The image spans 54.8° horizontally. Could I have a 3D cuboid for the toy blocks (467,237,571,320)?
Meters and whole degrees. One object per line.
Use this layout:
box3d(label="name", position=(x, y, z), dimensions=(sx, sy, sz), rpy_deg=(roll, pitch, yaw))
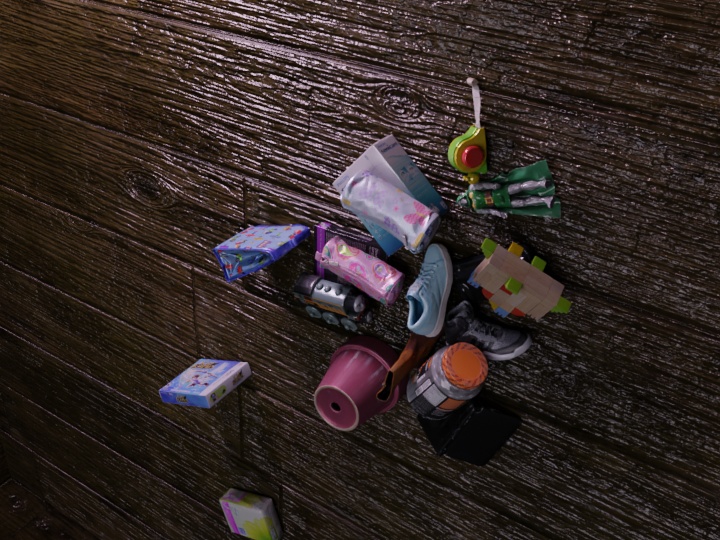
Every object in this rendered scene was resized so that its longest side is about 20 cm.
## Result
box3d(label="toy blocks", position=(0.295, 0.038, 1.362), dimensions=(0.200, 0.100, 0.137), rpy_deg=(32, 149, 1))

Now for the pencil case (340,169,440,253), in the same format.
box3d(label="pencil case", position=(0.059, -0.116, 1.361), dimensions=(0.200, 0.083, 0.091), rpy_deg=(35, 93, 15))

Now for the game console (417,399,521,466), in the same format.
box3d(label="game console", position=(0.251, 0.351, 1.642), dimensions=(0.176, 0.116, 0.200), rpy_deg=(59, 138, 35))

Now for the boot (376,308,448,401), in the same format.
box3d(label="boot", position=(0.107, 0.169, 1.520), dimensions=(0.068, 0.200, 0.189), rpy_deg=(36, 129, 15))

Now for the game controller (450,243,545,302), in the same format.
box3d(label="game controller", position=(0.279, 0.009, 1.429), dimensions=(0.200, 0.042, 0.104), rpy_deg=(-16, 119, 40))

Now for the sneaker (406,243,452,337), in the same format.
box3d(label="sneaker", position=(0.139, 0.037, 1.452), dimensions=(0.074, 0.082, 0.201), rpy_deg=(-5, 77, 49))

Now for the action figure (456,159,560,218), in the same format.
box3d(label="action figure", position=(0.274, -0.142, 1.336), dimensions=(0.200, 0.055, 0.118), rpy_deg=(-2, 116, 40))

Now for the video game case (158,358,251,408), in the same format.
box3d(label="video game case", position=(-0.446, 0.321, 1.997), dimensions=(0.200, 0.181, 0.046), rpy_deg=(-1, 112, 35))

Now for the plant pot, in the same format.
box3d(label="plant pot", position=(-0.012, 0.285, 1.681), dimensions=(0.200, 0.179, 0.200), rpy_deg=(16, 123, 26))

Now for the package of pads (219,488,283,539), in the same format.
box3d(label="package of pads", position=(-0.359, 0.803, 2.277), dimensions=(0.200, 0.068, 0.155), rpy_deg=(2, 117, 33))

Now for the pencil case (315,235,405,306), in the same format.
box3d(label="pencil case", position=(0.000, 0.000, 1.534), dimensions=(0.200, 0.087, 0.088), rpy_deg=(30, 128, 15))

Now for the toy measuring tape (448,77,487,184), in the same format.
box3d(label="toy measuring tape", position=(0.197, -0.256, 1.309), dimensions=(0.073, 0.074, 0.201), rpy_deg=(6, 118, 32))

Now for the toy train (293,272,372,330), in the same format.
box3d(label="toy train", position=(-0.067, 0.071, 1.643), dimensions=(0.200, 0.085, 0.114), rpy_deg=(16, 152, 29))

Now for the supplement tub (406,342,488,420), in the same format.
box3d(label="supplement tub", position=(0.186, 0.236, 1.485), dimensions=(0.123, 0.123, 0.200), rpy_deg=(44, 146, 7))

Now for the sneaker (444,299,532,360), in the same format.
box3d(label="sneaker", position=(0.254, 0.124, 1.463), dimensions=(0.200, 0.076, 0.114), rpy_deg=(-2, 129, 39))

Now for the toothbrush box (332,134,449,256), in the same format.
box3d(label="toothbrush box", position=(0.062, -0.156, 1.450), dimensions=(0.200, 0.085, 0.146), rpy_deg=(51, 131, 0))

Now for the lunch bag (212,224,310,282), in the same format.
box3d(label="lunch bag", position=(-0.224, -0.057, 1.658), dimensions=(0.200, 0.151, 0.094), rpy_deg=(-11, 108, 38))

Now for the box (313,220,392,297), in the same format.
box3d(label="box", position=(-0.019, -0.022, 1.614), dimensions=(0.200, 0.036, 0.143), rpy_deg=(20, 125, 26))
